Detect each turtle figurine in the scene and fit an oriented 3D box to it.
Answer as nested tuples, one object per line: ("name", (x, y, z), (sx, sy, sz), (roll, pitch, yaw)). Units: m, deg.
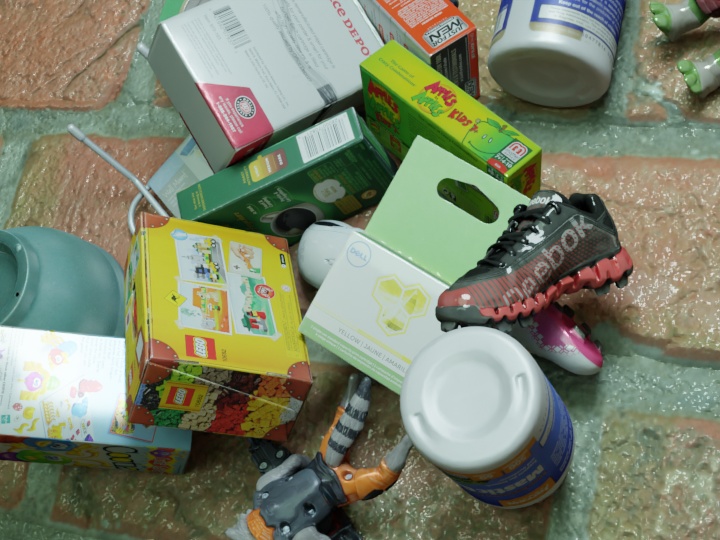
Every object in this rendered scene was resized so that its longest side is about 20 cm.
("turtle figurine", (0.353, -0.246, 1.023), (0.193, 0.144, 0.200), (-31, 15, 28))

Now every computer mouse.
("computer mouse", (0.000, 0.000, 1.106), (0.199, 0.044, 0.111), (14, 98, 42))

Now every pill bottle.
("pill bottle", (0.112, 0.128, 0.943), (0.111, 0.200, 0.113), (-8, 65, 19))
("pill bottle", (0.199, -0.273, 1.127), (0.118, 0.120, 0.202), (7, 71, 25))

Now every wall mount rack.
("wall mount rack", (-0.204, -0.130, 1.234), (0.200, 0.074, 0.174), (-46, 74, 9))

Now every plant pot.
("plant pot", (-0.356, 0.037, 1.216), (0.198, 0.134, 0.203), (-8, 65, 18))

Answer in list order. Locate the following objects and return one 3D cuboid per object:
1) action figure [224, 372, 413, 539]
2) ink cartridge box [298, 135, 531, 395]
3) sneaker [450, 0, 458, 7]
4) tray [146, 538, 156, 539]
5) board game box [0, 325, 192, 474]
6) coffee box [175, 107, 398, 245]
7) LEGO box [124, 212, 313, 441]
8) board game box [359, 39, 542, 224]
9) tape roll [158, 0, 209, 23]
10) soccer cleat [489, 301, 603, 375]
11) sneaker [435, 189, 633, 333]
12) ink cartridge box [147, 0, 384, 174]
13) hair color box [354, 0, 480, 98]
("action figure", (-0.050, 0.173, 1.049), (0.194, 0.105, 0.200), (-47, 56, -3))
("ink cartridge box", (0.056, 0.001, 1.019), (0.145, 0.048, 0.202), (31, 98, 13))
("sneaker", (0.067, -0.355, 1.245), (0.084, 0.077, 0.201), (-27, 61, 5))
("tray", (-0.276, 0.324, 1.116), (0.198, 0.037, 0.100), (-14, 64, 18))
("board game box", (-0.258, 0.124, 1.104), (0.197, 0.103, 0.106), (7, 66, -10))
("coffee box", (-0.069, -0.078, 1.153), (0.198, 0.123, 0.044), (-25, 62, 12))
("LEGO box", (-0.135, 0.048, 1.064), (0.201, 0.147, 0.078), (-104, 31, -48))
("board game box", (0.084, -0.123, 1.113), (0.047, 0.102, 0.200), (-37, 59, -19))
("tape roll", (-0.131, -0.274, 1.306), (0.198, 0.048, 0.203), (-8, 66, 19))
("soccer cleat", (0.133, 0.042, 1.057), (0.087, 0.070, 0.200), (-50, 54, 10))
("sneaker", (0.136, -0.011, 0.957), (0.071, 0.199, 0.099), (2, 109, 58))
("ink cartridge box", (-0.088, -0.206, 1.167), (0.199, 0.083, 0.146), (-30, 85, -26))
("hair color box", (0.039, -0.255, 1.192), (0.061, 0.102, 0.200), (-31, 59, -12))
